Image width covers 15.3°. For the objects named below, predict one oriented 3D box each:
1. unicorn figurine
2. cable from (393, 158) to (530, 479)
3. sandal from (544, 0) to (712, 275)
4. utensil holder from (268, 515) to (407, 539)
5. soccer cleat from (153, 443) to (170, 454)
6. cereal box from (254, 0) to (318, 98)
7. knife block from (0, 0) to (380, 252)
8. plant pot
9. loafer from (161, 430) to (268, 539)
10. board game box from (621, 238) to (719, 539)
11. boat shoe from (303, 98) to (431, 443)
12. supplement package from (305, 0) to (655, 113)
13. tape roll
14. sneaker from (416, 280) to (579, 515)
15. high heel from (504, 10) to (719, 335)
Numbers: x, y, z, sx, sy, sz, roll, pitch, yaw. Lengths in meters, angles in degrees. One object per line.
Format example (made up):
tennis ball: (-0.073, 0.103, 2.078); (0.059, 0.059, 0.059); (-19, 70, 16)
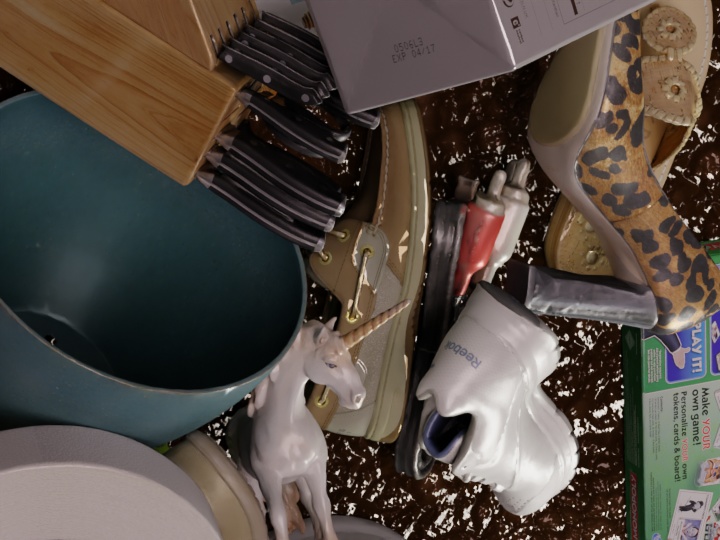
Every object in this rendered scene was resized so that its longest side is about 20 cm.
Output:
unicorn figurine: (-0.037, 0.100, 1.474); (0.074, 0.200, 0.138); (-10, 87, -28)
cable: (0.057, 0.031, 1.547); (0.050, 0.097, 0.200); (12, 99, 13)
sandal: (0.171, -0.083, 1.566); (0.078, 0.070, 0.212); (13, 100, -24)
utensil holder: (0.007, 0.253, 1.530); (0.170, 0.200, 0.170); (-6, 107, -19)
soccer cleat: (-0.173, 0.145, 1.464); (0.200, 0.067, 0.081); (-23, 126, -49)
cereal box: (-0.032, -0.202, 1.417); (0.144, 0.040, 0.200); (-21, 113, -15)
knife block: (-0.095, -0.087, 1.393); (0.200, 0.064, 0.176); (-9, 111, 27)
plant pot: (-0.147, 0.021, 1.424); (0.200, 0.200, 0.135); (14, 136, -25)
loafer: (-0.104, 0.168, 1.463); (0.068, 0.076, 0.200); (-27, 148, -33)
board game box: (0.228, 0.079, 1.660); (0.134, 0.029, 0.200); (-9, 108, -20)
boat shoe: (0.000, 0.000, 1.521); (0.066, 0.074, 0.200); (4, 100, -8)
supplement package: (0.075, -0.174, 1.364); (0.200, 0.121, 0.120); (-29, 102, -45)
tape roll: (-0.164, 0.170, 1.374); (0.203, 0.037, 0.203); (-7, 123, -12)
sneaker: (0.070, 0.087, 1.543); (0.087, 0.074, 0.200); (-45, 147, -18)
high heel: (0.167, -0.063, 1.526); (0.142, 0.071, 0.200); (6, 105, -26)
